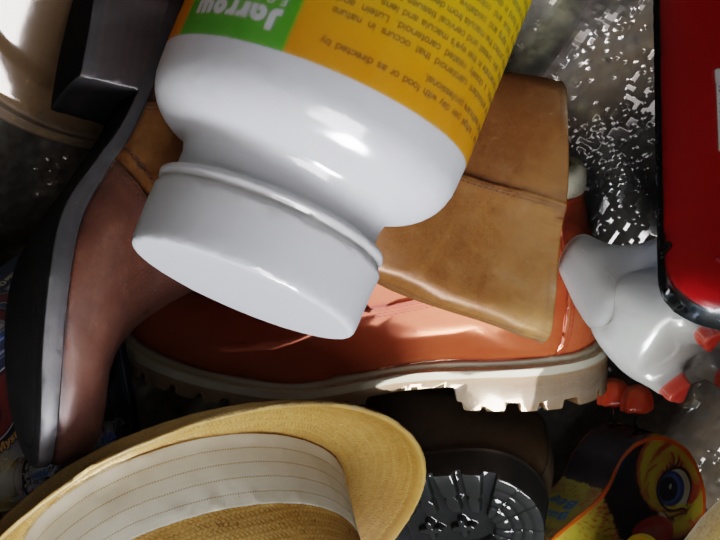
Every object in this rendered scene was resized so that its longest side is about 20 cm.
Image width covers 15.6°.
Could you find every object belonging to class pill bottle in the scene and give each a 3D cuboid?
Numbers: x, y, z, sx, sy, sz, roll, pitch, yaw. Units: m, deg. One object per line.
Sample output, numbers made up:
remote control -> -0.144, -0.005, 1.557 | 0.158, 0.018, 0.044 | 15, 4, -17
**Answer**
pill bottle -> -0.004, -0.084, 0.902 | 0.111, 0.111, 0.201 | 27, 77, -22

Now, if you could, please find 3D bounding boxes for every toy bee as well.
toy bee -> 0.100, 0.106, 1.115 | 0.131, 0.200, 0.109 | -3, 111, 41

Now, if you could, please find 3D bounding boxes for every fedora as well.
fedora -> -0.053, 0.126, 0.977 | 0.200, 0.082, 0.201 | -19, 151, -11

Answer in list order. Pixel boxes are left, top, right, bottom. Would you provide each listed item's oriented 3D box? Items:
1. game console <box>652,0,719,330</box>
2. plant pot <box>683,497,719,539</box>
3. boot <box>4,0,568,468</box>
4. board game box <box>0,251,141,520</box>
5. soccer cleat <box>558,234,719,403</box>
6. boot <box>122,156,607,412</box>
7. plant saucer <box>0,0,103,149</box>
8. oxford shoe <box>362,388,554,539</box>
game console -> 0.181, -0.003, 1.005 | 0.172, 0.200, 0.119 | 12, 132, -6
plant pot -> 0.206, 0.126, 0.957 | 0.199, 0.028, 0.200 | -6, 130, -8
boot -> -0.024, -0.002, 0.977 | 0.199, 0.189, 0.068 | 15, 160, -18
board game box -> -0.161, 0.094, 0.987 | 0.035, 0.200, 0.136 | 19, 133, 32
soccer cleat -> 0.163, 0.010, 1.068 | 0.200, 0.078, 0.069 | 1, 130, -46
boot -> 0.000, 0.000, 1.057 | 0.199, 0.075, 0.108 | -3, 108, -7
plant saucer -> -0.082, -0.130, 0.984 | 0.199, 0.029, 0.201 | -4, 120, -7
oxford shoe -> -0.016, 0.083, 1.098 | 0.199, 0.085, 0.073 | 1, 128, 13
